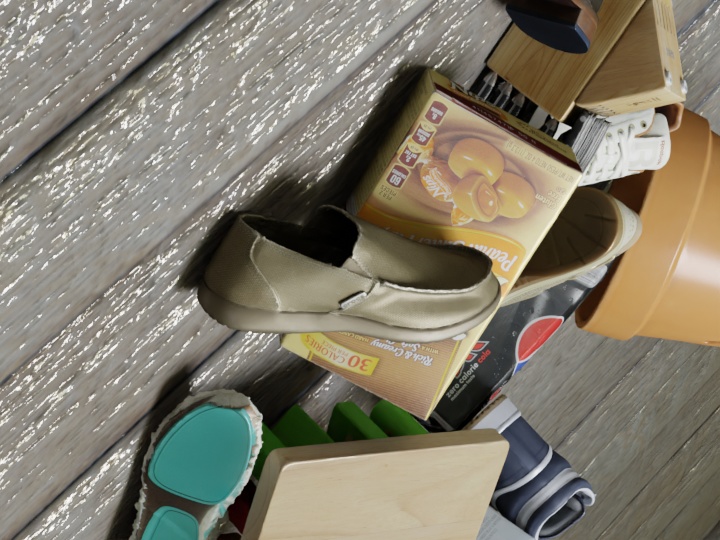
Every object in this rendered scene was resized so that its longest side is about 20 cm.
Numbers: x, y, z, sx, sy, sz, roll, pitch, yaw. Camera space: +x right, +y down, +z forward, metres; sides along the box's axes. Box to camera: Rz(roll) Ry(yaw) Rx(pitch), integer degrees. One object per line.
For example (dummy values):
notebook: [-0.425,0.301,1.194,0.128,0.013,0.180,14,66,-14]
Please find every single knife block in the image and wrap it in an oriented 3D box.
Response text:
knife block: [0.128,-0.150,1.498,0.064,0.174,0.201,9,73,-69]

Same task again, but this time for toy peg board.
toy peg board: [-0.025,0.184,1.534,0.199,0.098,0.200,-2,121,-38]

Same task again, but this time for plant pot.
plant pot: [0.275,-0.023,1.797,0.200,0.139,0.201,-160,-90,-86]

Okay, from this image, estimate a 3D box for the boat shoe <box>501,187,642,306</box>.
boat shoe: [0.098,-0.008,1.509,0.199,0.073,0.065,-18,168,26]

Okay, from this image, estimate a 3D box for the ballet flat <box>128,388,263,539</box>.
ballet flat: [-0.114,0.138,1.453,0.072,0.072,0.201,-29,152,-48]

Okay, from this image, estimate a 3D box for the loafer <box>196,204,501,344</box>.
loafer: [0.000,0.000,1.337,0.199,0.076,0.068,-3,120,-26]

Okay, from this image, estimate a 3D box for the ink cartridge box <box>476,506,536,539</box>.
ink cartridge box: [0.021,0.212,1.662,0.047,0.200,0.161,-37,156,-47]

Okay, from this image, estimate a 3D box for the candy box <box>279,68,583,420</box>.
candy box: [0.043,-0.016,1.426,0.201,0.115,0.055,-59,-167,17]

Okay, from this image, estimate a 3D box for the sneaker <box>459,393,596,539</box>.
sneaker: [0.118,0.164,1.681,0.070,0.109,0.200,-42,172,-10]

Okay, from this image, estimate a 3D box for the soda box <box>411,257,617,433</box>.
soda box: [0.110,0.038,1.683,0.200,0.071,0.063,-46,171,-14]

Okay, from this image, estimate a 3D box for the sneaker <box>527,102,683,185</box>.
sneaker: [0.180,-0.098,1.616,0.200,0.084,0.073,-40,147,-47]

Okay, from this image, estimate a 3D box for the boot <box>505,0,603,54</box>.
boot: [0.123,-0.217,1.363,0.200,0.074,0.097,56,56,-70]
